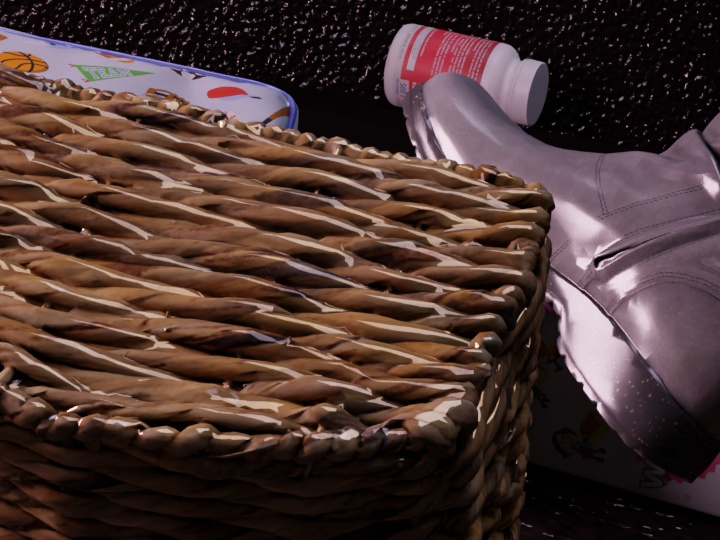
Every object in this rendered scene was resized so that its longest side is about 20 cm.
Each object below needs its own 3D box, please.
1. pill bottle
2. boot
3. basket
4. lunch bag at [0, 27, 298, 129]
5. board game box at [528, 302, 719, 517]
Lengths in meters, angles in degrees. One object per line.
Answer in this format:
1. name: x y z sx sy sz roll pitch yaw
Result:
1. pill bottle: 0.140 -0.251 2.832 0.199 0.113 0.112 14 8 20
2. boot: 0.109 -0.033 0.774 0.070 0.132 0.200 25 24 -54
3. basket: -0.054 0.050 0.621 0.199 0.150 0.143 13 41 10
4. lunch bag: -0.124 -0.055 1.067 0.199 0.076 0.161 13 28 -6
5. board game box: 0.155 0.049 0.868 0.199 0.065 0.147 13 15 17
